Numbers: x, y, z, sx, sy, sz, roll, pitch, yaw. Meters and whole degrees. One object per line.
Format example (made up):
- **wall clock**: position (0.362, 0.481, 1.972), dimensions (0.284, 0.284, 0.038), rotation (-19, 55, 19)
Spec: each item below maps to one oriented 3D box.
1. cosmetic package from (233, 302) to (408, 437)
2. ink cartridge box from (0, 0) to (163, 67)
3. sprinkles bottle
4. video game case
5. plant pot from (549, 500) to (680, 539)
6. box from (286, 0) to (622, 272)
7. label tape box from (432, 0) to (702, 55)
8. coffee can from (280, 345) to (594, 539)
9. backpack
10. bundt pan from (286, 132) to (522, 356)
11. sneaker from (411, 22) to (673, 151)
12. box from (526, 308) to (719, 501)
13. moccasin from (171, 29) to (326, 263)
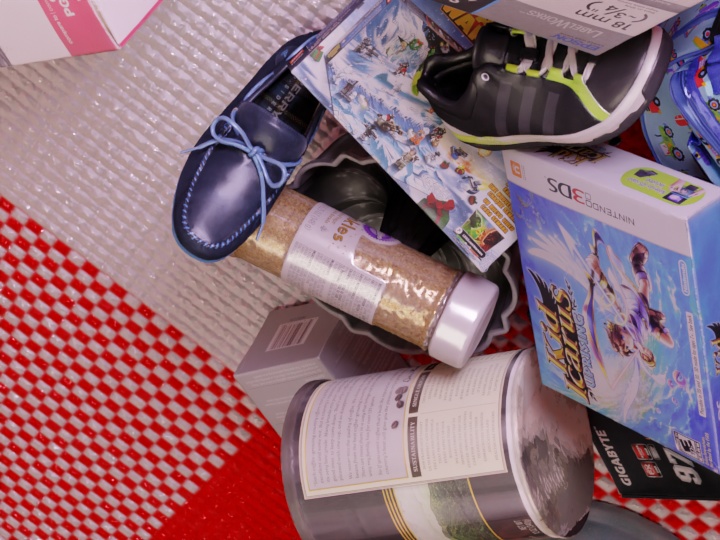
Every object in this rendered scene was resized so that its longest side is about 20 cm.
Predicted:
- **cosmetic package**: position (-0.003, 0.126, 1.779), dimensions (0.106, 0.090, 0.200), rotation (-13, 125, 39)
- **ink cartridge box**: position (-0.230, -0.219, 1.527), dimensions (0.199, 0.147, 0.083), rotation (-3, 128, 35)
- **sprinkles bottle**: position (0.000, 0.000, 1.541), dimensions (0.199, 0.068, 0.068), rotation (26, 140, 9)
- **video game case**: position (0.179, 0.017, 1.405), dimensions (0.181, 0.045, 0.201), rotation (28, 138, 49)
- **plant pot**: position (0.194, 0.313, 1.800), dimensions (0.199, 0.134, 0.201), rotation (18, 138, 17)
- **box**: position (0.065, -0.117, 1.459), dimensions (0.137, 0.040, 0.200), rotation (-43, 105, 5)
- **label tape box**: position (0.103, -0.181, 1.229), dimensions (0.144, 0.064, 0.200), rotation (14, 162, -26)
- **coffee can**: position (0.060, 0.142, 1.608), dimensions (0.199, 0.147, 0.147), rotation (-11, 125, 27)
- **backpack**: position (0.262, -0.102, 1.335), dimensions (0.199, 0.135, 0.183), rotation (-13, 123, 42)
- **bundt pan**: position (0.040, -0.030, 1.597), dimensions (0.201, 0.076, 0.202), rotation (18, 137, 17)
- **sneaker**: position (0.108, -0.123, 1.347), dimensions (0.083, 0.072, 0.200), rotation (34, 151, -31)
- **box**: position (0.237, 0.091, 1.610), dimensions (0.158, 0.046, 0.200), rotation (-3, 128, 39)
- **moccasin**: position (-0.074, -0.099, 1.500), dimensions (0.080, 0.201, 0.068), rotation (30, 155, -11)
